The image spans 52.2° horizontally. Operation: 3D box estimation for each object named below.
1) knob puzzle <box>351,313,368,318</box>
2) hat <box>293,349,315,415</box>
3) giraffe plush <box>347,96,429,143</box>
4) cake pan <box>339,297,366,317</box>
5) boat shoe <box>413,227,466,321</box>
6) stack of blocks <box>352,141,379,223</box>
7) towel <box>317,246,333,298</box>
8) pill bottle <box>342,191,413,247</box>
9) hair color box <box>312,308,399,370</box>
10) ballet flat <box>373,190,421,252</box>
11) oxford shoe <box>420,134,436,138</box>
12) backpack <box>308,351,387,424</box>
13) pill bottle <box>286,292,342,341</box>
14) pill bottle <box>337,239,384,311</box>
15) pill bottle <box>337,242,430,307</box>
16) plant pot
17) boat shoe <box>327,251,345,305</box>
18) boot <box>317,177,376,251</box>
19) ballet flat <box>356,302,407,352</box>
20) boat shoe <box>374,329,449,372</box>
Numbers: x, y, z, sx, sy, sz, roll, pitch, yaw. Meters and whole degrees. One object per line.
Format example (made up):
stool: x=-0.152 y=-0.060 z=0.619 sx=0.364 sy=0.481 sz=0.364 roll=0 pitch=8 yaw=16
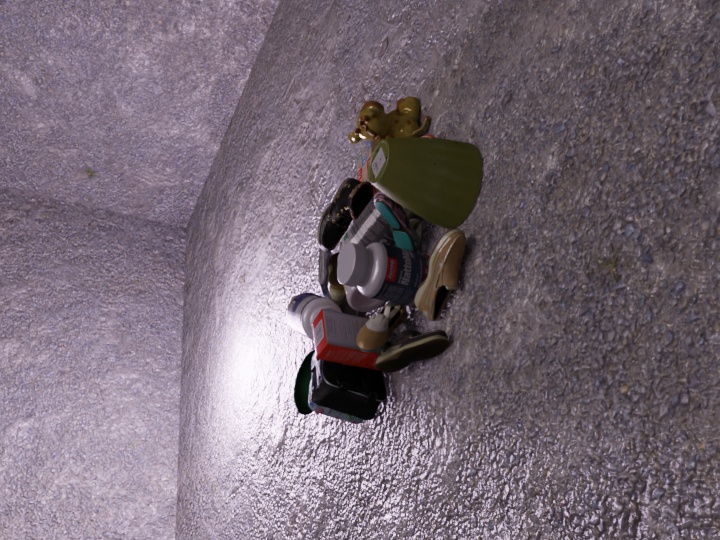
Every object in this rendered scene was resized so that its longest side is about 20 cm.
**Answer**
knob puzzle: x=-0.021 y=0.197 z=1.878 sx=0.219 sy=0.030 sz=0.223 roll=-42 pitch=42 yaw=53
hat: x=-0.063 y=0.312 z=1.901 sx=0.174 sy=0.166 sz=0.202 roll=6 pitch=55 yaw=27
giraffe plush: x=0.057 y=-0.351 z=1.803 sx=0.174 sy=0.160 sz=0.201 roll=-67 pitch=26 yaw=21
cake pan: x=-0.047 y=0.143 z=1.897 sx=0.200 sy=0.036 sz=0.202 roll=-48 pitch=25 yaw=31
boat shoe: x=0.177 y=0.013 z=1.503 sx=0.076 sy=0.071 sz=0.202 roll=50 pitch=132 yaw=43
stack of blocks: x=0.028 y=-0.229 z=1.934 sx=0.115 sy=0.058 sz=0.203 roll=-42 pitch=43 yaw=53
towel: x=-0.091 y=0.003 z=2.023 sx=0.200 sy=0.023 sz=0.149 roll=77 pitch=-166 yaw=-68
pill bottle: x=0.054 y=-0.112 z=1.732 sx=0.201 sy=0.112 sz=0.114 roll=-52 pitch=33 yaw=23
hair color box: x=-0.006 y=0.159 z=1.656 sx=0.061 sy=0.197 sz=0.102 roll=-54 pitch=33 yaw=39
ballet flat: x=0.096 y=-0.107 z=1.644 sx=0.069 sy=0.201 sz=0.071 roll=15 pitch=56 yaw=47
oxford shoe: x=0.093 y=-0.251 z=1.725 sx=0.199 sy=0.072 sz=0.072 roll=-37 pitch=84 yaw=40
backpack: x=-0.034 y=0.245 z=1.711 sx=0.151 sy=0.175 sz=0.202 roll=-56 pitch=24 yaw=37
pill bottle: x=-0.110 y=0.121 z=1.864 sx=0.200 sy=0.110 sz=0.113 roll=12 pitch=90 yaw=67
pill bottle: x=0.000 y=0.000 z=1.836 sx=0.105 sy=0.103 sz=0.201 roll=-60 pitch=30 yaw=34
pill bottle: x=0.056 y=0.005 z=1.593 sx=0.119 sy=0.197 sz=0.121 roll=-39 pitch=45 yaw=54
plant pot: x=0.122 y=-0.201 z=1.545 sx=0.187 sy=0.197 sz=0.190 roll=-39 pitch=45 yaw=54
boat shoe: x=-0.051 y=0.015 z=1.949 sx=0.202 sy=0.072 sz=0.064 roll=-86 pitch=1 yaw=-60
boot: x=-0.034 y=-0.140 z=1.842 sx=0.202 sy=0.073 sz=0.150 roll=-62 pitch=21 yaw=-5
ballet flat: x=0.047 y=0.110 z=1.605 sx=0.200 sy=0.068 sz=0.064 roll=-38 pitch=-39 yaw=-59
boat shoe: x=0.104 y=0.156 z=1.549 sx=0.200 sy=0.071 sz=0.067 roll=-32 pitch=47 yaw=43
